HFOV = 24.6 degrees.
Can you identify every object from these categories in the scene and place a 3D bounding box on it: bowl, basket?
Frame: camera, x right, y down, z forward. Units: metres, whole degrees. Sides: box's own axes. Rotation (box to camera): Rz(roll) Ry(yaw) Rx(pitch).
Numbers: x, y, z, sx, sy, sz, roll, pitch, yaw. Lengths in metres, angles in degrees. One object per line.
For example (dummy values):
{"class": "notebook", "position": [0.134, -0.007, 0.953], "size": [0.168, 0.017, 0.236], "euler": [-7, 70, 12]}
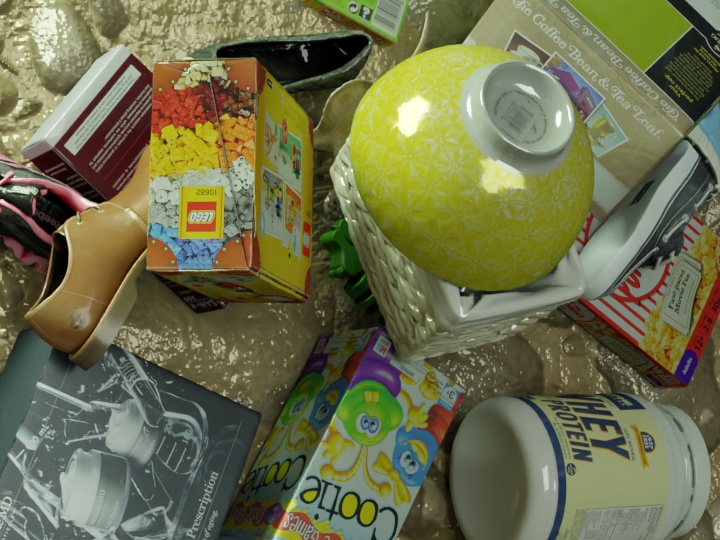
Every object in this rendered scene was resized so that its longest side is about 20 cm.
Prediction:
{"class": "bowl", "position": [0.101, -0.097, 1.241], "size": [0.199, 0.108, 0.201], "euler": [10, 62, -20]}
{"class": "basket", "position": [0.072, -0.037, 1.337], "size": [0.135, 0.123, 0.201], "euler": [-11, 70, -29]}

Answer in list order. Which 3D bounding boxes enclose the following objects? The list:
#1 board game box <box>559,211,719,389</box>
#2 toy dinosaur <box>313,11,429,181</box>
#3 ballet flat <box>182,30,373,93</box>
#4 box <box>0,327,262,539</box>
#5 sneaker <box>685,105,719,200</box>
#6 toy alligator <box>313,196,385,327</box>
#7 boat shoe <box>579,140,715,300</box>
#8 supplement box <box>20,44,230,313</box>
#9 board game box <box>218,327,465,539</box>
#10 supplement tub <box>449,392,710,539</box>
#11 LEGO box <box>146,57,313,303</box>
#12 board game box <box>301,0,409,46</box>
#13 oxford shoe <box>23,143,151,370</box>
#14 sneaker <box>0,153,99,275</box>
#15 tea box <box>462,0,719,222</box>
{"class": "board game box", "position": [0.260, -0.004, 1.577], "size": [0.200, 0.046, 0.152], "euler": [36, 68, -22]}
{"class": "toy dinosaur", "position": [0.002, -0.129, 1.405], "size": [0.200, 0.058, 0.101], "euler": [-35, 143, -19]}
{"class": "ballet flat", "position": [-0.076, -0.175, 1.380], "size": [0.199, 0.057, 0.067], "euler": [-18, 74, -39]}
{"class": "box", "position": [-0.202, 0.168, 1.254], "size": [0.181, 0.104, 0.201], "euler": [27, 71, -24]}
{"class": "sneaker", "position": [0.304, -0.168, 1.620], "size": [0.090, 0.078, 0.201], "euler": [-41, 109, -47]}
{"class": "toy alligator", "position": [0.000, 0.000, 1.417], "size": [0.200, 0.059, 0.054], "euler": [39, 67, -21]}
{"class": "boat shoe", "position": [0.266, -0.033, 1.520], "size": [0.068, 0.072, 0.200], "euler": [49, 56, -14]}
{"class": "supplement box", "position": [-0.161, -0.071, 1.331], "size": [0.200, 0.061, 0.109], "euler": [44, 65, -18]}
{"class": "board game box", "position": [-0.015, 0.161, 1.364], "size": [0.105, 0.103, 0.201], "euler": [36, 68, -22]}
{"class": "supplement tub", "position": [0.195, 0.182, 1.461], "size": [0.199, 0.145, 0.146], "euler": [1, 84, -30]}
{"class": "LEGO box", "position": [-0.091, -0.060, 1.220], "size": [0.077, 0.200, 0.150], "euler": [0, 82, 10]}
{"class": "board game box", "position": [0.017, -0.312, 1.483], "size": [0.095, 0.030, 0.201], "euler": [25, 75, -26]}
{"class": "oxford shoe", "position": [-0.184, -0.028, 1.214], "size": [0.071, 0.071, 0.201], "euler": [34, 54, -17]}
{"class": "sneaker", "position": [-0.276, -0.061, 1.243], "size": [0.199, 0.095, 0.079], "euler": [24, 76, -26]}
{"class": "tea box", "position": [0.219, -0.189, 1.468], "size": [0.200, 0.134, 0.197], "euler": [45, 46, 5]}
